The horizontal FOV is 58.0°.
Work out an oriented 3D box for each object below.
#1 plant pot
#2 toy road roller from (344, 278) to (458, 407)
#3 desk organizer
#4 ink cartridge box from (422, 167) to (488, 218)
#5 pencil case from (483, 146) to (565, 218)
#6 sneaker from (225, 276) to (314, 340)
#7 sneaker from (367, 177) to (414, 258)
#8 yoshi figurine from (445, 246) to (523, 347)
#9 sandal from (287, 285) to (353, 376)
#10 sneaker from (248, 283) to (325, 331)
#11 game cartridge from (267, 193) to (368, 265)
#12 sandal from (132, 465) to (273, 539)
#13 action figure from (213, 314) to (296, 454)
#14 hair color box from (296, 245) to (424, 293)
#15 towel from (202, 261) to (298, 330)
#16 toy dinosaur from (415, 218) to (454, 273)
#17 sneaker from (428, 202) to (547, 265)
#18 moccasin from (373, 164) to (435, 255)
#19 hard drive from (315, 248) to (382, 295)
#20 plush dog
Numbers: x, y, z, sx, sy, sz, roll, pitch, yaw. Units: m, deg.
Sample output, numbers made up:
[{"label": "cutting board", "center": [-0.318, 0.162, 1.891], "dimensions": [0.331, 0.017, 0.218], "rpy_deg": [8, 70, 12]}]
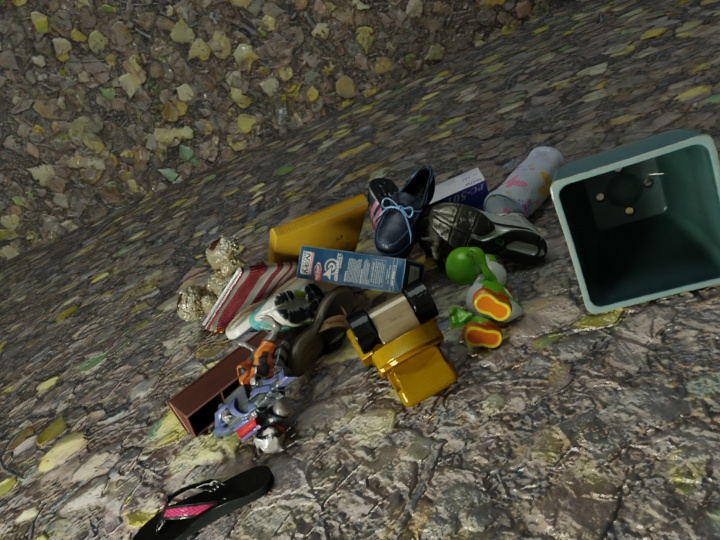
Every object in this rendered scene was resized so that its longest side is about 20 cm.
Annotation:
[{"label": "plant pot", "center": [0.385, -0.087, 0.913], "dimensions": [0.196, 0.196, 0.200], "rpy_deg": [-17, 17, 20]}, {"label": "toy road roller", "center": [0.064, 0.115, 0.922], "dimensions": [0.123, 0.146, 0.200], "rpy_deg": [-28, -14, -4]}, {"label": "desk organizer", "center": [-0.203, 0.188, 1.058], "dimensions": [0.200, 0.072, 0.077], "rpy_deg": [-38, 29, -26]}, {"label": "ink cartridge box", "center": [0.160, -0.124, 1.306], "dimensions": [0.200, 0.094, 0.044], "rpy_deg": [-24, 50, 5]}, {"label": "pencil case", "center": [0.317, -0.161, 1.248], "dimensions": [0.091, 0.083, 0.200], "rpy_deg": [3, 37, 45]}, {"label": "sneaker", "center": [-0.149, 0.087, 1.184], "dimensions": [0.200, 0.085, 0.075], "rpy_deg": [-33, 18, -32]}, {"label": "sneaker", "center": [0.056, -0.082, 1.217], "dimensions": [0.070, 0.082, 0.200], "rpy_deg": [-2, 47, -9]}, {"label": "yoshi figurine", "center": [0.171, 0.025, 0.984], "dimensions": [0.112, 0.112, 0.200], "rpy_deg": [-25, 20, 18]}, {"label": "sandal", "center": [-0.053, 0.103, 1.081], "dimensions": [0.054, 0.082, 0.200], "rpy_deg": [10, 35, 24]}, {"label": "sneaker", "center": [-0.116, 0.070, 1.125], "dimensions": [0.080, 0.078, 0.200], "rpy_deg": [-27, -15, 25]}, {"label": "game cartridge", "center": [-0.087, -0.058, 1.266], "dimensions": [0.200, 0.176, 0.032], "rpy_deg": [-22, 64, -23]}, {"label": "sandal", "center": [-0.212, 0.303, 0.857], "dimensions": [0.200, 0.045, 0.075], "rpy_deg": [-27, 24, -3]}, {"label": "action figure", "center": [-0.127, 0.166, 0.937], "dimensions": [0.200, 0.104, 0.194], "rpy_deg": [-34, 51, 40]}, {"label": "hair color box", "center": [0.000, 0.000, 1.136], "dimensions": [0.199, 0.061, 0.100], "rpy_deg": [8, -2, 24]}, {"label": "towel", "center": [-0.190, 0.044, 1.203], "dimensions": [0.144, 0.023, 0.200], "rpy_deg": [-55, -21, 21]}, {"label": "toy dinosaur", "center": [0.135, -0.060, 1.194], "dimensions": [0.077, 0.102, 0.200], "rpy_deg": [-27, 25, -4]}, {"label": "sneaker", "center": [0.216, -0.071, 1.111], "dimensions": [0.200, 0.076, 0.115], "rpy_deg": [20, 20, 5]}, {"label": "moccasin", "center": [0.074, -0.114, 1.143], "dimensions": [0.080, 0.068, 0.200], "rpy_deg": [16, 52, 13]}, {"label": "hard drive", "center": [-0.044, 0.014, 1.315], "dimensions": [0.199, 0.026, 0.132], "rpy_deg": [-17, 25, 18]}, {"label": "plush dog", "center": [-0.258, 0.052, 1.346], "dimensions": [0.172, 0.160, 0.200], "rpy_deg": [28, 84, 48]}]
